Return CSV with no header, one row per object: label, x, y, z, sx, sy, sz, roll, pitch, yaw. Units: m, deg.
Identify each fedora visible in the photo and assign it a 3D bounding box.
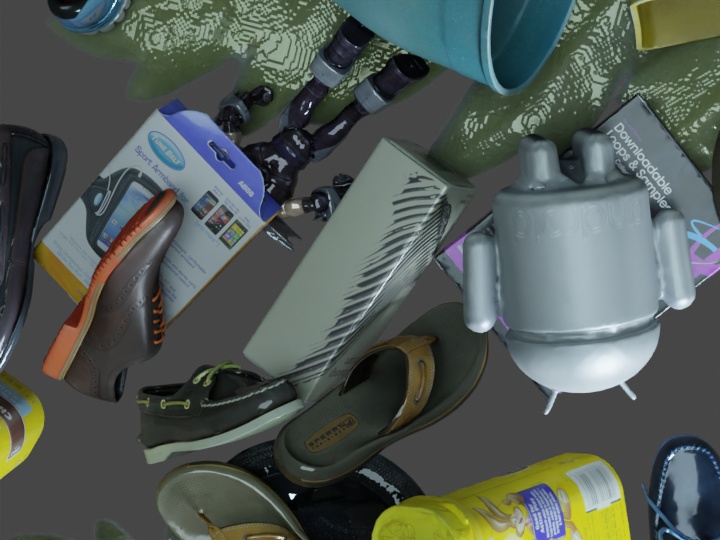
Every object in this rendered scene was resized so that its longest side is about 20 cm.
fedora,-0.026,0.209,1.422,0.199,0.092,0.202,2,99,14

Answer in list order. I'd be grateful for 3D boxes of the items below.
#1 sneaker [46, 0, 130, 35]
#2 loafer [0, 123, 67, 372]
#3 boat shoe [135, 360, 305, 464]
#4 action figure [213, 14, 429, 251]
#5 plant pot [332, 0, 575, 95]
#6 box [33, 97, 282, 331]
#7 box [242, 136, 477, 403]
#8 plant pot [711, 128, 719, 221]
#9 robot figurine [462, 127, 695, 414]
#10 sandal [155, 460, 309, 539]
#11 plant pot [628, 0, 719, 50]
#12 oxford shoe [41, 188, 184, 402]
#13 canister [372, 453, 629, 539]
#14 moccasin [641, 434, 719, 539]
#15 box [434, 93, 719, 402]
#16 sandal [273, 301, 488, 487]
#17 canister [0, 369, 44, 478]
sneaker,-0.194,-0.275,1.375,0.078,0.090,0.201,11,99,6
loafer,-0.286,-0.016,1.418,0.063,0.072,0.201,20,83,-39
boat shoe,-0.114,0.102,1.388,0.201,0.071,0.061,-21,86,53
action figure,-0.042,-0.101,1.393,0.130,0.069,0.200,43,117,-7
plant pot,0.049,-0.246,1.304,0.187,0.200,0.201,19,101,20
box,-0.151,-0.037,1.405,0.119,0.041,0.200,46,117,-1
box,0.000,0.000,1.389,0.068,0.082,0.201,37,103,17
plant pot,0.357,-0.068,1.271,0.198,0.174,0.202,0,93,0
robot figurine,0.155,0.001,1.320,0.168,0.113,0.201,-7,99,2
sandal,-0.072,0.220,1.358,0.080,0.054,0.200,-44,86,16
plant pot,0.273,-0.271,1.266,0.199,0.200,0.178,-9,86,10
oxford shoe,-0.169,0.020,1.380,0.072,0.071,0.200,32,128,-4
canister,0.110,0.222,1.341,0.086,0.199,0.150,-3,96,44
moccasin,0.261,0.228,1.397,0.080,0.068,0.201,-7,97,9
box,0.177,-0.017,1.390,0.200,0.036,0.143,-38,93,13
sandal,0.017,0.084,1.367,0.199,0.055,0.082,-31,52,-21
canister,-0.336,0.119,1.399,0.148,0.200,0.087,32,102,2
